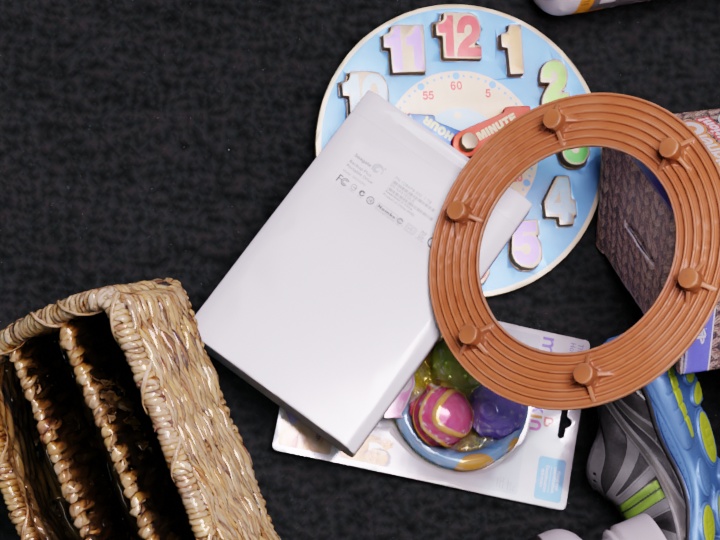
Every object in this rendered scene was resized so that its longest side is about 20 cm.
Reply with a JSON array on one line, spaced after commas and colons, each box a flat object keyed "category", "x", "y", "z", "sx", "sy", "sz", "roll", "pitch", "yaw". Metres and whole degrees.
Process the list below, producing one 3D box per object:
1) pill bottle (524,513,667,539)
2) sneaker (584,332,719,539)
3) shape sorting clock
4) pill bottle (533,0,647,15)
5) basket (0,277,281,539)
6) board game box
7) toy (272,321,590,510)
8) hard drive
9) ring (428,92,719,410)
[{"category": "pill bottle", "x": 0.101, "y": 0.225, "z": 1.158, "sx": 0.199, "sy": 0.111, "sz": 0.112, "roll": -23, "pitch": 82, "yaw": -5}, {"category": "sneaker", "x": 0.191, "y": 0.138, "z": 1.234, "sx": 0.071, "sy": 0.082, "sz": 0.201, "roll": -21, "pitch": 96, "yaw": -54}, {"category": "shape sorting clock", "x": 0.068, "y": -0.081, "z": 1.271, "sx": 0.199, "sy": 0.039, "sz": 0.201, "roll": 2, "pitch": 77, "yaw": -9}, {"category": "pill bottle", "x": 0.211, "y": -0.244, "z": 1.291, "sx": 0.199, "sy": 0.116, "sz": 0.117, "roll": -11, "pitch": 80, "yaw": -11}, {"category": "basket", "x": -0.151, "y": 0.117, "z": 1.112, "sx": 0.142, "sy": 0.149, "sz": 0.201, "roll": -21, "pitch": 90, "yaw": 9}, {"category": "board game box", "x": 0.272, "y": -0.029, "z": 1.222, "sx": 0.199, "sy": 0.160, "sz": 0.097, "roll": -8, "pitch": 124, "yaw": -11}, {"category": "toy", "x": 0.051, "y": 0.078, "z": 1.228, "sx": 0.199, "sy": 0.047, "sz": 0.116, "roll": 12, "pitch": 78, "yaw": -6}, {"category": "hard drive", "x": 0.000, "y": 0.000, "z": 1.209, "sx": 0.132, "sy": 0.027, "sz": 0.200, "roll": 35, "pitch": 74, "yaw": 6}, {"category": "ring", "x": 0.127, "y": -0.015, "z": 1.144, "sx": 0.199, "sy": 0.019, "sz": 0.202, "roll": -10, "pitch": 68, "yaw": 27}]
